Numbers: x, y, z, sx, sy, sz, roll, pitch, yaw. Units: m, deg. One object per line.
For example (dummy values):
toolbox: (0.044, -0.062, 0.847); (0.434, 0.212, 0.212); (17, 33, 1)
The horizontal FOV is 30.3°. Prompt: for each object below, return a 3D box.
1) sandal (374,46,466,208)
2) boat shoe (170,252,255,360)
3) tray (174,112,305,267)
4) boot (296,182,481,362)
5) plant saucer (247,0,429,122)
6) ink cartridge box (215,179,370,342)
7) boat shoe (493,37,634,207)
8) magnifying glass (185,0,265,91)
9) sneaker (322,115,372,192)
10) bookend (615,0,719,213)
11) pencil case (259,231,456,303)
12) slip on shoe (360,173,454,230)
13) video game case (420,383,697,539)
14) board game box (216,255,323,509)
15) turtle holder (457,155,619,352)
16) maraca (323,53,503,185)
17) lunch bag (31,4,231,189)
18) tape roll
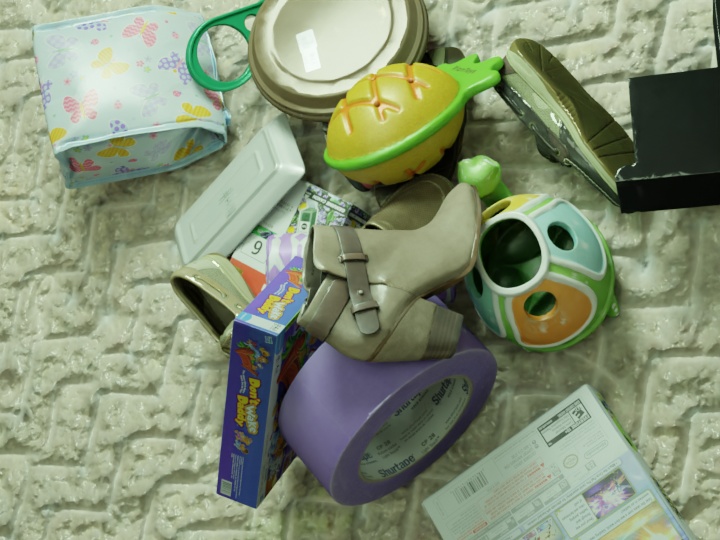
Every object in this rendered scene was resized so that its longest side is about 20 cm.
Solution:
sandal: (0.071, -0.139, 1.378); (0.081, 0.055, 0.201); (2, 64, 21)
boat shoe: (-0.120, 0.069, 1.376); (0.200, 0.065, 0.072); (50, 131, 12)
tray: (-0.140, -0.076, 1.442); (0.200, 0.022, 0.108); (-45, 42, 23)
boot: (0.024, -0.011, 1.167); (0.146, 0.070, 0.201); (17, 57, -12)
plant saucer: (-0.027, -0.250, 1.398); (0.199, 0.029, 0.201); (-6, 67, 13)
ink cartridge box: (-0.084, 0.004, 1.416); (0.109, 0.050, 0.201); (27, 89, 29)
boat shoe: (0.202, -0.137, 1.304); (0.201, 0.072, 0.066); (54, 132, 14)
magnifying glass: (-0.117, -0.282, 1.488); (0.200, 0.080, 0.022); (-49, 17, -11)
sneaker: (0.011, -0.184, 1.404); (0.086, 0.074, 0.201); (-9, 73, 23)
bookend: (0.327, -0.166, 1.206); (0.199, 0.092, 0.200); (-6, 73, 13)
pencil case: (0.000, 0.000, 1.323); (0.199, 0.086, 0.084); (-1, 80, 8)
slip on shoe: (0.026, -0.026, 1.245); (0.076, 0.061, 0.200); (30, 62, 25)
video game case: (0.183, 0.237, 1.225); (0.200, 0.045, 0.182); (-38, 62, 14)
board game box: (-0.080, 0.105, 1.260); (0.045, 0.135, 0.201); (18, 122, 15)
turtle holder: (0.162, -0.020, 1.253); (0.140, 0.132, 0.186); (-4, 75, 26)
maraca: (0.051, -0.155, 1.300); (0.200, 0.107, 0.137); (-36, 28, -15)
lunch bag: (-0.257, -0.198, 1.512); (0.199, 0.127, 0.170); (-13, 71, -7)
tape roll: (0.027, 0.121, 1.246); (0.200, 0.200, 0.085); (-47, 62, 9)
